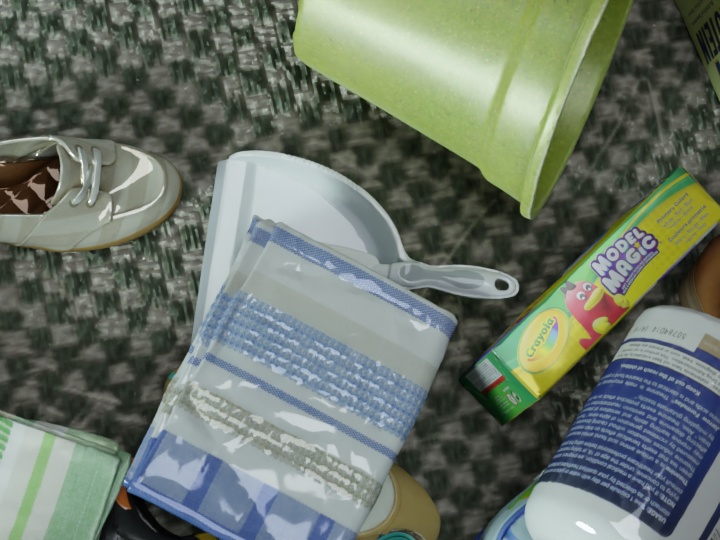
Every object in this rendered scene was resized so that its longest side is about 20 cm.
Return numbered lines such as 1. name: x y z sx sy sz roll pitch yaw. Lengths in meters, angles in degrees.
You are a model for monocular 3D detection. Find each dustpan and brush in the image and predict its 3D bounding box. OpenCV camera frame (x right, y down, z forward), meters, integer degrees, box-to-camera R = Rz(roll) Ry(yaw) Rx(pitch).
1. dustpan and brush: 0.000 0.000 1.392 0.199 0.057 0.141 9 77 -7

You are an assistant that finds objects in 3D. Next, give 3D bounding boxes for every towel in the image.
1. towel: -0.041 0.079 1.328 0.146 0.024 0.201 26 69 -1
2. towel: -0.252 0.149 1.312 0.199 0.023 0.153 16 78 14

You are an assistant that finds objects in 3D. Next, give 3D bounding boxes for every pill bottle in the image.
1. pill bottle: 0.166 0.130 1.282 0.111 0.111 0.201 34 72 -1

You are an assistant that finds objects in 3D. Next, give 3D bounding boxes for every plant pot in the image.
1. plant pot: 0.064 -0.160 1.382 0.183 0.200 0.201 23 76 8

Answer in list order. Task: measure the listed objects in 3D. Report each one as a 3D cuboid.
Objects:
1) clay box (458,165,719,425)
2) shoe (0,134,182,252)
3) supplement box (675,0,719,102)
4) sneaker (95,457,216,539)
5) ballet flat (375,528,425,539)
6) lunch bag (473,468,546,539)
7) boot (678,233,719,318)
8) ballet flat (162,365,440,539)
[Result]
1. clay box: 0.155 0.009 1.387 0.048 0.115 0.200 45 75 3
2. shoe: -0.210 -0.048 1.374 0.199 0.053 0.070 -4 79 -9
3. supplement box: 0.334 -0.178 1.441 0.199 0.134 0.201 -21 82 -12
4. sneaker: -0.110 0.206 1.325 0.090 0.070 0.200 -39 85 -5
5. ballet flat: -0.006 0.256 1.342 0.075 0.064 0.201 21 78 33
6. lunch bag: 0.174 0.208 1.366 0.160 0.082 0.200 -37 87 -16
7. boot: 0.284 0.060 1.374 0.076 0.155 0.201 -27 84 -13
8. ballet flat: -0.038 0.123 1.361 0.199 0.063 0.069 29 82 -2
